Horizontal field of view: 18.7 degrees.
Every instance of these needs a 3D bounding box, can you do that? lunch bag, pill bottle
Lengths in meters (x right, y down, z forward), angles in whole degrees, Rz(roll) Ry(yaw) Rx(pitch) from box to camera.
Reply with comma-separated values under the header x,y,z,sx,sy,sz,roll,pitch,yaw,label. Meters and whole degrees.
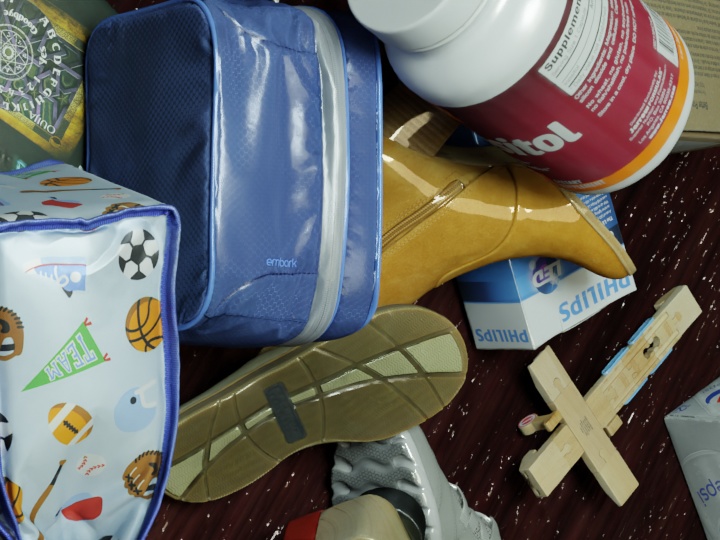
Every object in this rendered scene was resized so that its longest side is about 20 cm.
x,y,z,sx,sy,sz,roll,pitch,yaw,label
-0.062,-0.059,1.181,0.132,0.135,0.202,3,87,-38,lunch bag
0.085,-0.125,1.176,0.200,0.112,0.114,29,73,-45,pill bottle
-0.168,0.057,1.102,0.123,0.170,0.202,-7,105,-24,lunch bag

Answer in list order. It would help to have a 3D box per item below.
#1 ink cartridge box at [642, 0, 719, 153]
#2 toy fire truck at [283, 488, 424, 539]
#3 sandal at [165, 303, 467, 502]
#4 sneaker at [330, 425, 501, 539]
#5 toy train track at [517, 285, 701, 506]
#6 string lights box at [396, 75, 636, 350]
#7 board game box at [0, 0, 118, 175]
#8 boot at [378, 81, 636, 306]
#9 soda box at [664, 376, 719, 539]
x,y,z,sx,sy,sz,roll,pitch,yaw,label
0.167,-0.157,1.369,0.200,0.075,0.166,-4,85,-64,ink cartridge box
-0.037,0.246,1.256,0.129,0.199,0.177,-77,143,-65,toy fire truck
-0.035,0.070,1.271,0.199,0.054,0.081,-23,117,-8,sandal
0.044,0.163,1.348,0.082,0.074,0.201,-44,121,-45,sneaker
0.161,0.079,1.452,0.200,0.032,0.115,-44,108,-35,toy train track
0.098,-0.062,1.381,0.102,0.059,0.201,-26,106,-37,string lights box
-0.179,-0.096,1.193,0.200,0.028,0.136,46,64,-28,board game box
0.054,-0.015,1.299,0.201,0.071,0.144,39,95,-23,boot
0.283,0.175,1.520,0.068,0.063,0.201,-31,108,-32,soda box
